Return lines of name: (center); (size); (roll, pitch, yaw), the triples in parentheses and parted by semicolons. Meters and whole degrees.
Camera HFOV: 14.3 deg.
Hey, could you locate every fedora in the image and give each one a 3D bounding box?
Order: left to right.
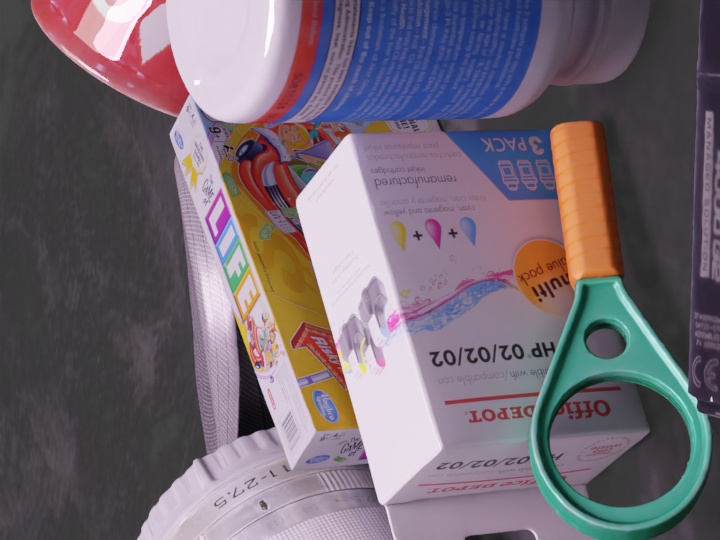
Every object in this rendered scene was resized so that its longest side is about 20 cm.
fedora: (-0.043, 0.022, 1.494); (0.177, 0.090, 0.201); (-105, 8, -56)

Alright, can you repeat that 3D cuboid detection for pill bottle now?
pill bottle: (0.025, -0.121, 1.270); (0.112, 0.199, 0.113); (7, 98, 61)

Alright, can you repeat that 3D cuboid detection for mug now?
mug: (-0.073, -0.204, 1.494); (0.200, 0.133, 0.178); (-60, 27, 23)

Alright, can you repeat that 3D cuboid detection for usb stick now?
usb stick: (0.162, -0.037, 1.201); (0.055, 0.033, 0.201); (11, 102, 53)

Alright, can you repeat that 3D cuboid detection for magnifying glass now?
magnifying glass: (0.108, 0.025, 1.276); (0.022, 0.079, 0.201); (86, 178, -62)

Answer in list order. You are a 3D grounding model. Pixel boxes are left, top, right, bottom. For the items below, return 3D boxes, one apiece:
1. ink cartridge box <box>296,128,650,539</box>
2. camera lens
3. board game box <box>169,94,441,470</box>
ink cartridge box: (0.056, 0.038, 1.315); (0.068, 0.115, 0.201); (-47, 53, 53)
camera lens: (-0.010, 0.192, 1.402); (0.200, 0.159, 0.160); (54, 137, 45)
board game box: (0.000, 0.000, 1.394); (0.034, 0.134, 0.200); (-58, 44, 45)
